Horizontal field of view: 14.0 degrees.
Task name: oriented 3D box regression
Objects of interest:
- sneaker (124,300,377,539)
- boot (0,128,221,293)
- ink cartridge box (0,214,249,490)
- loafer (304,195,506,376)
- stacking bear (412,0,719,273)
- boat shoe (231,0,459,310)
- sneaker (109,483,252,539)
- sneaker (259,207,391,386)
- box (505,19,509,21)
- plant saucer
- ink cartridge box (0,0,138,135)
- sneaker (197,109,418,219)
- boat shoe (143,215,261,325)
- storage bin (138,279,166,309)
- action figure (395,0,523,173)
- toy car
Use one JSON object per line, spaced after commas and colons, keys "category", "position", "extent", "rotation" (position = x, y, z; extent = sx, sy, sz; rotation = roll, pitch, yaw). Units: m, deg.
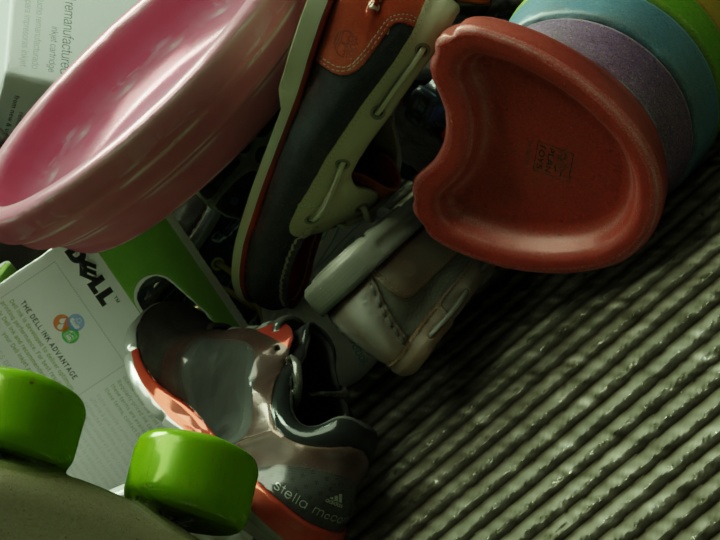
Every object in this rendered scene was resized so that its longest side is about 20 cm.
{"category": "sneaker", "position": [-0.040, 0.054, 1.324], "extent": [0.082, 0.077, 0.200], "rotation": [-57, 36, 11]}
{"category": "boot", "position": [-0.169, -0.049, 1.524], "extent": [0.200, 0.174, 0.069], "rotation": [-51, 12, 11]}
{"category": "ink cartridge box", "position": [-0.142, 0.062, 1.469], "extent": [0.199, 0.148, 0.076], "rotation": [-33, 8, 10]}
{"category": "loafer", "position": [0.051, -0.015, 1.358], "extent": [0.200, 0.063, 0.072], "rotation": [-37, -4, -45]}
{"category": "stacking bear", "position": [0.117, -0.098, 1.316], "extent": [0.200, 0.113, 0.122], "rotation": [-54, -21, -45]}
{"category": "boat shoe", "position": [-0.010, -0.054, 1.311], "extent": [0.071, 0.062, 0.201], "rotation": [-66, -4, -50]}
{"category": "sneaker", "position": [-0.124, 0.142, 1.384], "extent": [0.200, 0.077, 0.081], "rotation": [-34, 10, 26]}
{"category": "sneaker", "position": [0.000, 0.000, 1.450], "extent": [0.080, 0.071, 0.201], "rotation": [-25, 24, 11]}
{"category": "box", "position": [0.043, -0.168, 1.582], "extent": [0.107, 0.148, 0.200], "rotation": [-39, 17, 17]}
{"category": "plant saucer", "position": [-0.093, -0.078, 1.372], "extent": [0.200, 0.051, 0.201], "rotation": [-37, 19, 15]}
{"category": "ink cartridge box", "position": [-0.104, -0.107, 1.624], "extent": [0.146, 0.199, 0.084], "rotation": [-92, 19, -45]}
{"category": "sneaker", "position": [-0.004, -0.080, 1.473], "extent": [0.199, 0.078, 0.085], "rotation": [-9, 15, -22]}
{"category": "boat shoe", "position": [-0.070, 0.023, 1.545], "extent": [0.200, 0.071, 0.091], "rotation": [-50, 17, 8]}
{"category": "storage bin", "position": [-0.139, -0.013, 1.736], "extent": [0.200, 0.094, 0.135], "rotation": [-52, 18, -20]}
{"category": "action figure", "position": [0.057, -0.139, 1.399], "extent": [0.200, 0.104, 0.194], "rotation": [-10, -57, -63]}
{"category": "toy car", "position": [-0.148, 0.153, 1.255], "extent": [0.200, 0.157, 0.165], "rotation": [-31, 42, 63]}
